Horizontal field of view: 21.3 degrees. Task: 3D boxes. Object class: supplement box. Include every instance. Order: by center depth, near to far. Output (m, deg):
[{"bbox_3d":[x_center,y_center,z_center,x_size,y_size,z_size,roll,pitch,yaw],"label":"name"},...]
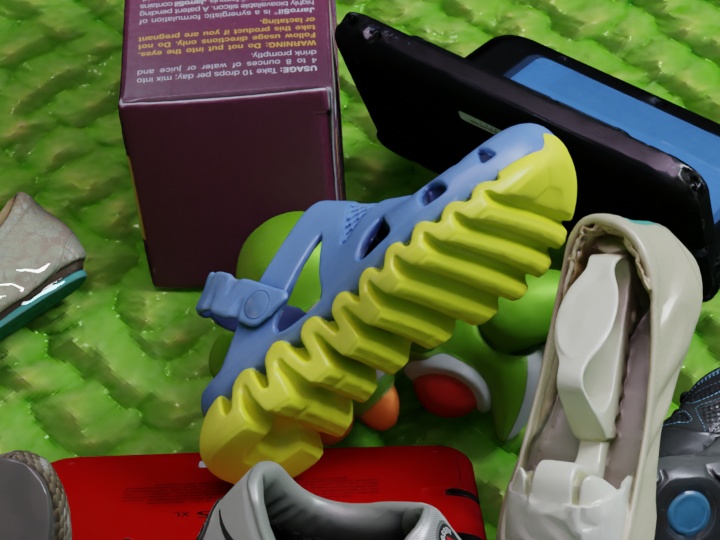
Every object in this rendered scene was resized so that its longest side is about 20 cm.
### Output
[{"bbox_3d":[-0.062,-0.108,0.976,0.102,0.132,0.201,-4,47,0],"label":"supplement box"}]

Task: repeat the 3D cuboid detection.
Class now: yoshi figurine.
[{"bbox_3d":[0.025,0.008,0.893,0.198,0.113,0.112,-8,32,-3],"label":"yoshi figurine"}]

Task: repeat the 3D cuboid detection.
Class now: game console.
[{"bbox_3d":[-0.045,0.159,0.809,0.198,0.120,0.172,-2,17,-1],"label":"game console"},{"bbox_3d":[0.111,-0.082,0.948,0.199,0.176,0.117,27,75,25],"label":"game console"}]

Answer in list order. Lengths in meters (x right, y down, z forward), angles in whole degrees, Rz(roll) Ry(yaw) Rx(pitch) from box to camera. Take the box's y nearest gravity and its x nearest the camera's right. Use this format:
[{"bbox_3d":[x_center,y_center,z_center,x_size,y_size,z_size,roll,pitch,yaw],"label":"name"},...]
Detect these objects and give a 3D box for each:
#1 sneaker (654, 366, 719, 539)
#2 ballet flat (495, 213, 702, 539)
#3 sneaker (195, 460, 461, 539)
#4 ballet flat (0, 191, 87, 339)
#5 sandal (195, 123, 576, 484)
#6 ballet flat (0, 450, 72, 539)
[{"bbox_3d":[0.156,0.091,0.845,0.199,0.074,0.082,-28,18,-12],"label":"sneaker"},{"bbox_3d":[0.088,0.070,0.769,0.069,0.070,0.202,11,74,11],"label":"ballet flat"},{"bbox_3d":[0.030,0.135,0.705,0.199,0.089,0.074,23,37,2],"label":"sneaker"},{"bbox_3d":[-0.214,0.030,0.893,0.062,0.067,0.200,51,53,-1],"label":"ballet flat"},{"bbox_3d":[0.000,0.000,0.802,0.199,0.079,0.087,-37,54,12],"label":"sandal"},{"bbox_3d":[-0.144,0.169,0.735,0.067,0.046,0.202,7,86,10],"label":"ballet flat"}]
